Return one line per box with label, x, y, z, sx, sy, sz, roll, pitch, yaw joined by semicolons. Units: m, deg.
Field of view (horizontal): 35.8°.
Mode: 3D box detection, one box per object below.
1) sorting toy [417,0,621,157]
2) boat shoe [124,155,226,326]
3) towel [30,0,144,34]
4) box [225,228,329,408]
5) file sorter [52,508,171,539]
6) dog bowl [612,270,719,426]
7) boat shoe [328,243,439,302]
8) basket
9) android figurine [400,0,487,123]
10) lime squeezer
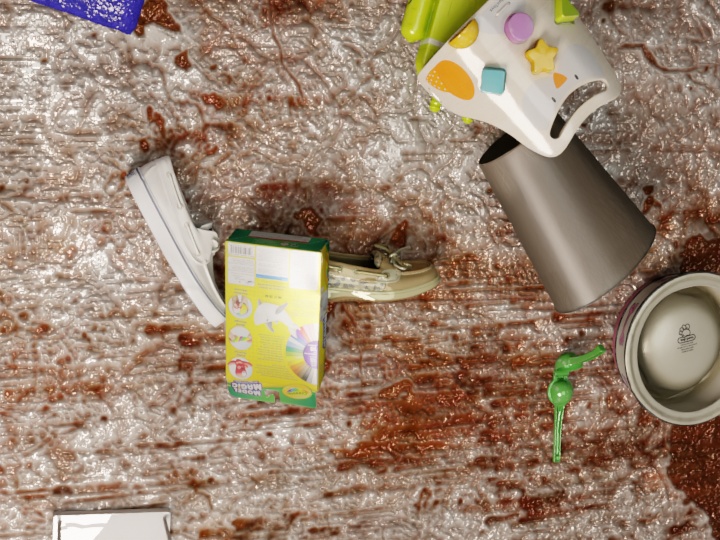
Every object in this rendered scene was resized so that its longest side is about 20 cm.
sorting toy;0.200;-0.232;1.264;0.200;0.107;0.180;-45;92;-8
boat shoe;-0.193;-0.033;1.263;0.065;0.074;0.202;-29;107;-5
towel;-0.280;-0.351;1.140;0.146;0.050;0.202;19;126;-6
box;-0.096;0.059;1.282;0.115;0.048;0.203;7;111;9
file sorter;-0.287;0.395;1.282;0.136;0.124;0.204;2;99;-16
dog bowl;0.419;0.096;1.461;0.197;0.074;0.204;-3;100;-15
boat shoe;0.000;0.000;1.324;0.197;0.073;0.064;-4;103;-15
basket;0.242;-0.081;1.349;0.201;0.135;0.181;52;52;-12
android figurine;0.136;-0.280;1.332;0.179;0.041;0.203;13;93;-19
lime squeezer;0.272;0.153;1.435;0.037;0.071;0.202;-11;133;-30
